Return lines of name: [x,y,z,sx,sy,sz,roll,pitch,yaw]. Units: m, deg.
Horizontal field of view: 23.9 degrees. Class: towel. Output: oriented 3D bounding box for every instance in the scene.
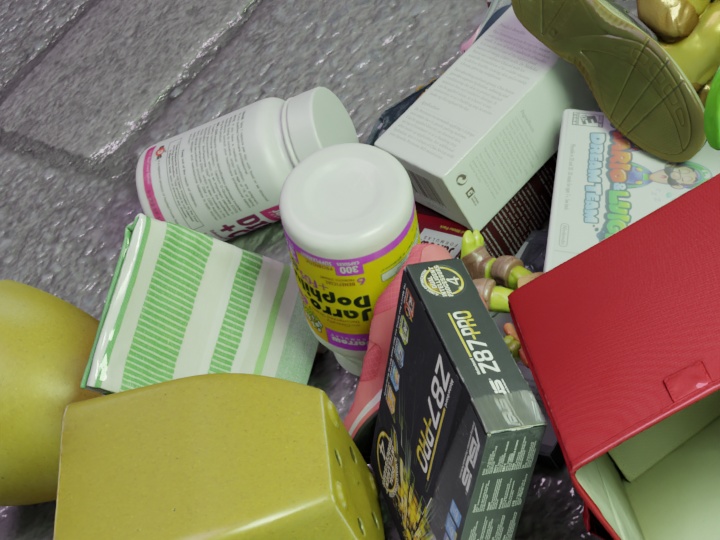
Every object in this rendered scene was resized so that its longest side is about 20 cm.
towel: [-0.119,0.052,1.376,0.023,0.199,0.154,0,72,55]

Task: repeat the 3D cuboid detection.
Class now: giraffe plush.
giraffe plush: [0.338,-0.209,1.347,0.161,0.172,0.201,27,86,40]

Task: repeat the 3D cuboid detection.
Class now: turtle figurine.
turtle figurine: [0.142,0.014,1.296,0.160,0.065,0.200,17,47,33]

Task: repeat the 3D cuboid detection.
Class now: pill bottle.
pill bottle: [0.000,0.000,1.351,0.103,0.201,0.105,-5,52,6]
pill bottle: [-0.106,-0.098,1.640,0.198,0.114,0.114,-20,38,24]

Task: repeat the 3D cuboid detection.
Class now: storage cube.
storage cube: [0.219,0.081,1.102,0.199,0.171,0.181,-30,35,11]

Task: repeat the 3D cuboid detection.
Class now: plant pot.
plant pot: [-0.263,0.119,1.493,0.140,0.201,0.201,9,52,16]
plant pot: [-0.089,0.193,1.242,0.198,0.196,0.195,-20,38,10]

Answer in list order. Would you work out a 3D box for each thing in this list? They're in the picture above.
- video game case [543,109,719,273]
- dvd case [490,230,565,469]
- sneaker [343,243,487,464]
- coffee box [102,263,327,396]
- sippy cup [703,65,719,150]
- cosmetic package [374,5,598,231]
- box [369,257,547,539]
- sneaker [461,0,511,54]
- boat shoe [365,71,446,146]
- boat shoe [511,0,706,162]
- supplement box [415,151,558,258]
video game case: [0.234,-0.046,1.278,0.180,0.024,0.201,6,42,7]
dvd case: [0.143,0.056,1.325,0.149,0.025,0.201,10,57,46]
sneaker: [0.036,0.064,1.287,0.201,0.073,0.087,-64,33,36]
coffee box: [-0.131,0.100,1.439,0.079,0.113,0.201,10,57,47]
sippy cup: [0.343,-0.103,1.219,0.176,0.132,0.139,14,21,24]
cosmetic package: [0.119,-0.136,1.417,0.200,0.071,0.101,-45,40,-12]
box: [0.061,0.119,1.167,0.049,0.201,0.162,-8,44,-19]
sneaker: [0.165,-0.270,1.633,0.082,0.070,0.201,12,57,42]
boat shoe: [0.077,-0.154,1.562,0.201,0.071,0.091,-51,35,0]
boat shoe: [0.204,-0.167,1.327,0.201,0.066,0.072,47,121,19]
supplement box: [0.110,-0.070,1.464,0.108,0.061,0.201,13,60,47]
